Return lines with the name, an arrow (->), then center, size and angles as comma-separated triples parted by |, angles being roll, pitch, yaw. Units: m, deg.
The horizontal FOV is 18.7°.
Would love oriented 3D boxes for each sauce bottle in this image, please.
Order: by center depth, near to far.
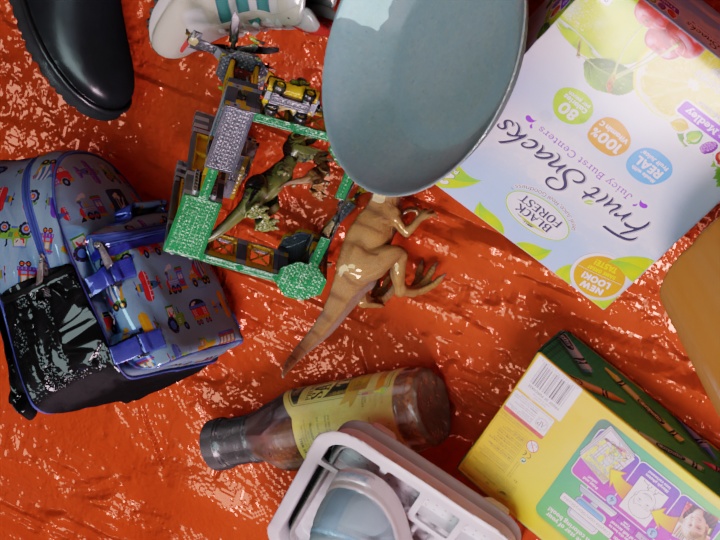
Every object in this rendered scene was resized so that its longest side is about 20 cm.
sauce bottle -> -0.031, 0.116, 1.643 | 0.200, 0.066, 0.066 | -12, 100, 28

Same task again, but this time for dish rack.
dish rack -> 0.028, 0.190, 1.605 | 0.172, 0.044, 0.200 | 33, 143, 4

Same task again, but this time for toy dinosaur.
toy dinosaur -> 0.000, 0.000, 1.563 | 0.060, 0.106, 0.200 | 18, 77, 41

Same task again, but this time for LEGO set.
LEGO set -> -0.063, -0.087, 1.588 | 0.154, 0.116, 0.200 | 9, 131, -6

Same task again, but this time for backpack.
backpack -> -0.198, -0.005, 1.637 | 0.134, 0.183, 0.200 | -24, 81, 23

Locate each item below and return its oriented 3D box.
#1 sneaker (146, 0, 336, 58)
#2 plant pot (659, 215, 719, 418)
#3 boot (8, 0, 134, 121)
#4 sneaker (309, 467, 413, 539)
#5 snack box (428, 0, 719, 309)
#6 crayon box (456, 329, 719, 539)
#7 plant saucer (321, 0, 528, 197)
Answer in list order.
sneaker -> -0.068, -0.193, 1.564 | 0.200, 0.070, 0.093 | -36, 81, 28
plant pot -> 0.294, 0.047, 1.393 | 0.200, 0.200, 0.183 | -49, 65, 30
boot -> -0.183, -0.231, 1.608 | 0.168, 0.076, 0.200 | -30, 84, 35
sneaker -> 0.007, 0.235, 1.566 | 0.074, 0.082, 0.200 | 4, 134, 37
snack box -> 0.163, -0.095, 1.442 | 0.169, 0.068, 0.200 | 35, 125, -12
crayon box -> 0.182, 0.152, 1.548 | 0.200, 0.058, 0.119 | 39, 119, 12
plant saucer -> 0.051, -0.142, 1.426 | 0.201, 0.039, 0.201 | -21, 62, 47
